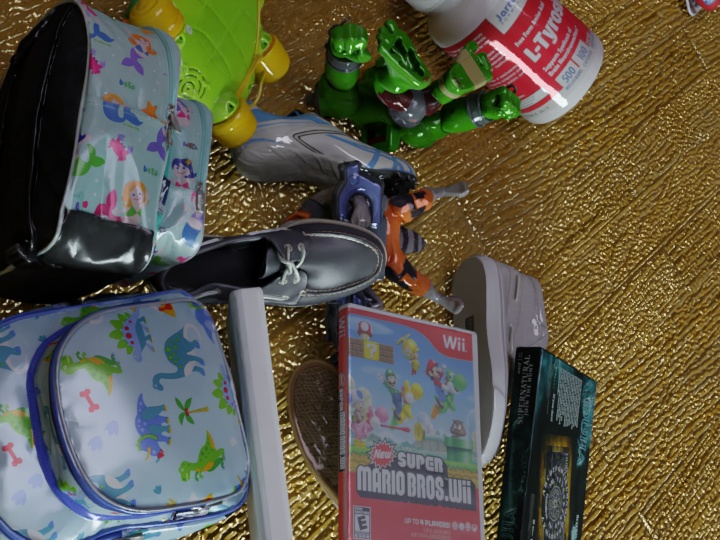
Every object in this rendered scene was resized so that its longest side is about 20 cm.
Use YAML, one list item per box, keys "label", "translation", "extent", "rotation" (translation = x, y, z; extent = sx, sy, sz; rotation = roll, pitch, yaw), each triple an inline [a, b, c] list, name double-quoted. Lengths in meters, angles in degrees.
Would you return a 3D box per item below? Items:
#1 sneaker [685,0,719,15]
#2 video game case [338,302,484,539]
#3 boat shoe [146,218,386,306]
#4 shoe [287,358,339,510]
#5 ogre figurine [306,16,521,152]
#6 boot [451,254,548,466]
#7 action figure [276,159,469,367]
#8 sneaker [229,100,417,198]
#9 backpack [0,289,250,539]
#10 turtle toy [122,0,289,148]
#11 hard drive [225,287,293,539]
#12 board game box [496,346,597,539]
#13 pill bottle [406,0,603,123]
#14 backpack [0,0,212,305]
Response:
- label: "sneaker"
  translation: [0.390, -0.374, 1.506]
  extent: [0.199, 0.071, 0.113]
  rotation: [-9, 77, -41]
- label: "video game case"
  translation: [0.043, 0.136, 1.025]
  extent: [0.142, 0.017, 0.202]
  rotation: [14, 65, -33]
- label: "boat shoe"
  translation: [-0.071, 0.001, 0.983]
  extent: [0.198, 0.063, 0.073]
  rotation: [-2, 104, -13]
- label: "shoe"
  translation: [-0.005, 0.168, 1.038]
  extent: [0.070, 0.053, 0.201]
  rotation: [-27, 88, -9]
- label: "ogre figurine"
  translation: [0.036, -0.162, 1.131]
  extent: [0.199, 0.120, 0.099]
  rotation: [-7, 75, -40]
- label: "boot"
  translation: [0.137, 0.088, 1.154]
  extent: [0.095, 0.073, 0.202]
  rotation: [16, 68, -32]
- label: "action figure"
  translation: [0.000, 0.000, 1.090]
  extent: [0.192, 0.104, 0.202]
  rotation: [3, 102, -30]
- label: "sneaker"
  translation: [-0.028, -0.105, 1.096]
  extent: [0.199, 0.072, 0.073]
  rotation: [12, 59, -38]
- label: "backpack"
  translation: [-0.185, 0.106, 0.854]
  extent: [0.199, 0.147, 0.184]
  rotation: [-9, 78, -36]
- label: "turtle toy"
  translation: [-0.136, -0.199, 1.022]
  extent: [0.146, 0.100, 0.201]
  rotation: [54, 45, -37]
- label: "hard drive"
  translation: [-0.078, 0.126, 0.942]
  extent: [0.026, 0.132, 0.202]
  rotation: [-6, 77, -9]
- label: "board game box"
  translation: [0.171, 0.184, 1.131]
  extent: [0.135, 0.028, 0.202]
  rotation: [30, 64, -53]
- label: "pill bottle"
  translation: [0.141, -0.248, 1.245]
  extent: [0.199, 0.112, 0.113]
  rotation: [35, 57, -23]
- label: "backpack"
  translation: [-0.195, -0.085, 0.890]
  extent: [0.150, 0.177, 0.202]
  rotation: [8, 72, -37]
